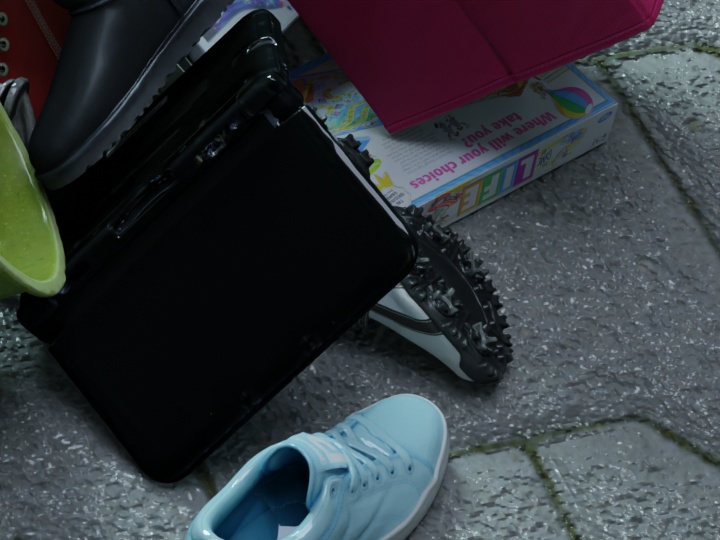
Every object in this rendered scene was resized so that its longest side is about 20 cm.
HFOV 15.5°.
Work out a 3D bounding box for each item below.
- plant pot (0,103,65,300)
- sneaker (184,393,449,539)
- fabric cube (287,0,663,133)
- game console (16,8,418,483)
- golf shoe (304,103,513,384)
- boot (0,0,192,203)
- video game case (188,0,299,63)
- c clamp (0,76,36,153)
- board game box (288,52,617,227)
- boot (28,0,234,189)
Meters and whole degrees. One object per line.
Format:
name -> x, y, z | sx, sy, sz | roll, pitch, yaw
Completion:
plant pot -> -0.286, -0.029, 1.379 | 0.190, 0.200, 0.200 | -30, 50, 9
sneaker -> -0.017, 0.114, 1.379 | 0.074, 0.082, 0.200 | 34, 49, 19
fabric cube -> 0.058, -0.240, 1.551 | 0.199, 0.200, 0.197 | -20, 32, 33
game console -> -0.081, -0.017, 1.447 | 0.116, 0.200, 0.176 | 42, 15, -22
golf shoe -> 0.000, 0.000, 1.509 | 0.200, 0.094, 0.078 | 46, 29, 0
boot -> -0.207, -0.137, 1.518 | 0.200, 0.144, 0.072 | 52, 8, -6
video game case -> -0.104, -0.225, 1.573 | 0.200, 0.018, 0.143 | 50, 53, -11
c clamp -> -0.264, -0.095, 1.487 | 0.199, 0.171, 0.027 | 25, 11, 5
board game box -> 0.041, -0.094, 1.625 | 0.200, 0.034, 0.134 | -27, 57, -32
boot -> -0.185, -0.168, 1.430 | 0.200, 0.066, 0.165 | 44, 71, -21
